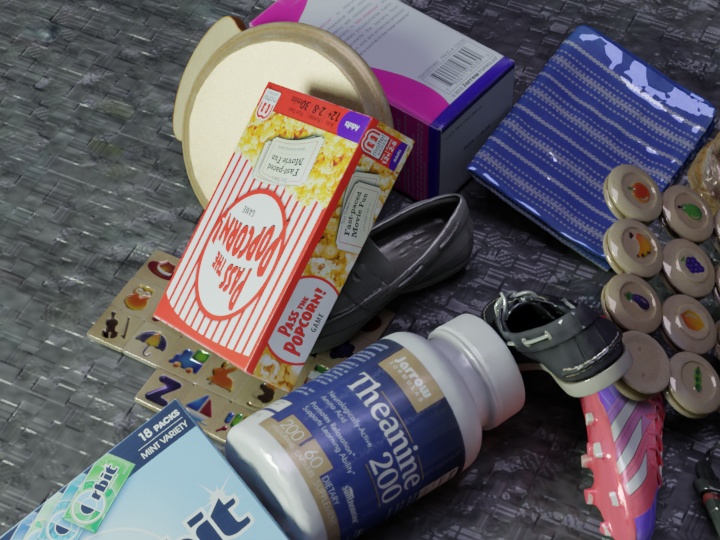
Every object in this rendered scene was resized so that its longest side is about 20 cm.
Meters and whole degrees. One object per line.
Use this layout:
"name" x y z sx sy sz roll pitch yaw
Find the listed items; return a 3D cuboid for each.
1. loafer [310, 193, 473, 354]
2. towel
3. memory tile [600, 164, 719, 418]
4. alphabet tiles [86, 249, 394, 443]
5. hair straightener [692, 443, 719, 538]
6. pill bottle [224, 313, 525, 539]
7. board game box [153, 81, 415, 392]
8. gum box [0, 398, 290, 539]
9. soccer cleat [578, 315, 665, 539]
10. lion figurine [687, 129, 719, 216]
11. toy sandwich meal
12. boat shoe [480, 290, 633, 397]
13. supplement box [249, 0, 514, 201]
"loafer" 0.000 0.000 1.519 0.200 0.070 0.070 -31 56 -23
"towel" 0.192 -0.105 1.619 0.145 0.024 0.200 35 56 5
"memory tile" 0.244 0.020 1.481 0.153 0.017 0.200 19 55 -22
"alphabet tiles" -0.100 0.054 1.526 0.200 0.008 0.167 23 54 20
"hair straightener" 0.290 0.196 1.382 0.077 0.041 0.200 -13 46 -10
"pill bottle" 0.014 0.112 1.404 0.200 0.111 0.111 -30 55 -22
"board game box" -0.059 -0.028 1.453 0.151 0.046 0.200 24 88 55
"gum box" -0.131 0.210 1.337 0.170 0.045 0.200 -38 56 -6
"soccer cleat" 0.194 0.111 1.436 0.076 0.067 0.200 -4 47 -7
"lion figurine" 0.362 -0.088 1.593 0.200 0.073 0.123 2 43 7
"toy sandwich meal" -0.057 -0.106 1.578 0.205 0.205 0.070 23 16 19
"boat shoe" 0.130 0.034 1.422 0.073 0.063 0.200 -35 18 -9
"supplement box" 0.016 -0.154 1.639 0.200 0.103 0.101 32 57 24
